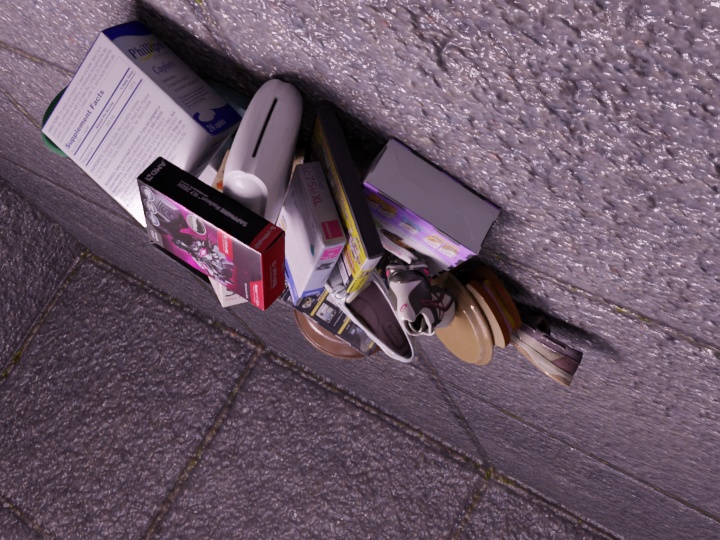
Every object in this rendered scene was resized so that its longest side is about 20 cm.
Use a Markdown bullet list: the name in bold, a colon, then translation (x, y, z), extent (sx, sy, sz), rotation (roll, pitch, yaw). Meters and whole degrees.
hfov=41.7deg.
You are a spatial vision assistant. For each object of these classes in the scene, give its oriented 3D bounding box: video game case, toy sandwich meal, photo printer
- **video game case**: translation (-0.026, -0.087, 1.233), extent (0.181, 0.025, 0.203), rotation (122, 130, -73)
- **toy sandwich meal**: translation (0.160, 0.054, 1.454), extent (0.206, 0.070, 0.206), rotation (50, 161, 24)
- **photo printer**: translation (-0.128, -0.132, 1.213), extent (0.068, 0.168, 0.201), rotation (18, 149, -1)

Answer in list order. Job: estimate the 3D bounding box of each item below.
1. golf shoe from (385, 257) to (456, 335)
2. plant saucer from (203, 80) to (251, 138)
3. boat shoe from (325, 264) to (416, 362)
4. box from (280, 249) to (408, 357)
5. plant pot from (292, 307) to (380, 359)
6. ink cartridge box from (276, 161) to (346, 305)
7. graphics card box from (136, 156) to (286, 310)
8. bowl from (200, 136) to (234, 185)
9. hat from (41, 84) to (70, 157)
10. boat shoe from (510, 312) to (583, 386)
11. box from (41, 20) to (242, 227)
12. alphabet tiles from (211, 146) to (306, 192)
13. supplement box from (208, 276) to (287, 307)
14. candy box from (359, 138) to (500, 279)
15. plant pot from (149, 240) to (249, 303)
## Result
- **golf shoe**: translation (0.082, 0.056, 1.319), extent (0.076, 0.090, 0.200), rotation (-8, 156, 21)
- **plant saucer**: translation (-0.175, -0.216, 1.383), extent (0.198, 0.028, 0.200), rotation (30, 167, 7)
- **boat shoe**: translation (0.011, 0.045, 1.336), extent (0.203, 0.074, 0.065), rotation (54, 179, -8)
- **box**: translation (0.000, 0.000, 1.388), extent (0.160, 0.202, 0.049), rotation (33, -178, -11)
- **plant pot**: translation (-0.012, 0.019, 1.536), extent (0.198, 0.202, 0.199), rotation (29, 159, 7)
- **ink cartridge box**: translation (-0.072, -0.045, 1.280), extent (0.200, 0.041, 0.121), rotation (123, 132, -60)
- **graphics card box**: translation (-0.185, -0.046, 1.182), extent (0.198, 0.051, 0.126), rotation (32, 149, 16)
- **bowl**: translation (-0.251, -0.181, 1.459), extent (0.198, 0.075, 0.200), rotation (24, 165, 31)
- **hat**: translation (-0.406, -0.215, 1.567), extent (0.164, 0.201, 0.177), rotation (27, 157, 24)
- **boat shoe**: translation (0.266, 0.099, 1.456), extent (0.072, 0.065, 0.200), rotation (33, -172, -44)
- **box**: translation (-0.296, -0.200, 1.284), extent (0.200, 0.184, 0.105), rotation (43, -150, -3)
- **alphabet tiles**: translation (-0.134, -0.125, 1.395), extent (0.164, 0.006, 0.200), rotation (9, 147, -21)
- **supplement box**: translation (-0.189, -0.033, 1.509), extent (0.200, 0.124, 0.075), rotation (-126, 29, -53)
- **candy box**: translation (0.070, -0.075, 1.250), extent (0.166, 0.072, 0.200), rotation (32, 166, -5)
- **plant pot**: translation (-0.236, -0.069, 1.717), extent (0.199, 0.179, 0.199), rotation (36, 165, -20)
